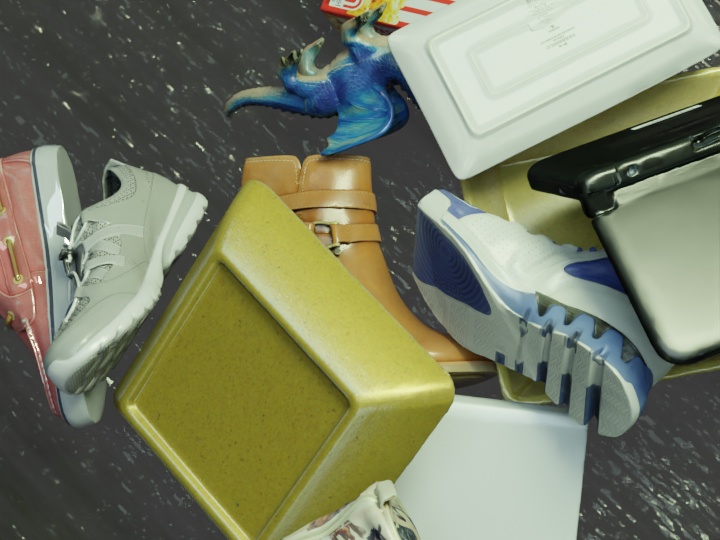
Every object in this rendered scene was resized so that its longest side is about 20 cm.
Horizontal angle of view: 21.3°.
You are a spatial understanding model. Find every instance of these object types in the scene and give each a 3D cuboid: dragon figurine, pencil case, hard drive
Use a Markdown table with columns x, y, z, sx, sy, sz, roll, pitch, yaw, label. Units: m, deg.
| x | y | z | sx | sy | sz | roll | pitch | yaw | label |
| --- | --- | --- | --- | --- | --- | --- | --- | --- | --- |
| -0.004 | -0.112 | 1.285 | 0.199 | 0.059 | 0.100 | -26 | 95 | 22 | dragon figurine |
| -0.047 | 0.197 | 1.147 | 0.199 | 0.090 | 0.078 | -28 | 34 | 13 | pencil case |
| 0.043 | 0.145 | 1.244 | 0.198 | 0.026 | 0.133 | 6 | 100 | 6 | hard drive |

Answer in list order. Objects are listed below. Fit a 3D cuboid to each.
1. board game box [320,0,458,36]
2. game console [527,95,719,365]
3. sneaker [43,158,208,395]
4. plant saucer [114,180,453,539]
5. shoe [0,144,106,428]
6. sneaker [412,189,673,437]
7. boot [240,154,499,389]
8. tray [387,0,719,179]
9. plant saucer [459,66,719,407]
| x | y | z | sx | sy | sz | roll | pitch | yaw | label |
| --- | --- | --- | --- | --- | --- | --- | --- | --- | --- |
| 0.091 | -0.218 | 1.309 | 0.199 | 0.046 | 0.153 | 15 | 79 | 23 | board game box |
| 0.229 | -0.037 | 1.179 | 0.199 | 0.176 | 0.117 | -19 | 100 | -11 | game console |
| -0.171 | 0.003 | 1.249 | 0.082 | 0.075 | 0.201 | 31 | 37 | -7 | sneaker |
| -0.066 | 0.081 | 1.204 | 0.200 | 0.048 | 0.201 | 45 | 119 | 21 | plant saucer |
| -0.231 | 0.016 | 1.299 | 0.090 | 0.072 | 0.202 | -12 | 73 | 5 | shoe |
| 0.132 | 0.015 | 1.216 | 0.115 | 0.081 | 0.199 | -31 | 55 | -32 | sneaker |
| 0.000 | 0.000 | 1.280 | 0.198 | 0.074 | 0.156 | 6 | 74 | 4 | boot |
| 0.127 | -0.149 | 1.230 | 0.199 | 0.022 | 0.108 | -27 | 82 | -6 | tray |
| 0.175 | -0.019 | 1.279 | 0.198 | 0.048 | 0.202 | -11 | 77 | 2 | plant saucer |
